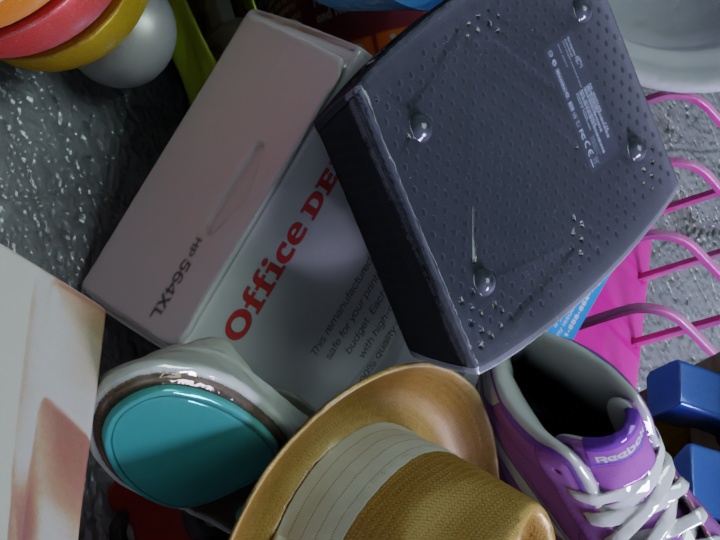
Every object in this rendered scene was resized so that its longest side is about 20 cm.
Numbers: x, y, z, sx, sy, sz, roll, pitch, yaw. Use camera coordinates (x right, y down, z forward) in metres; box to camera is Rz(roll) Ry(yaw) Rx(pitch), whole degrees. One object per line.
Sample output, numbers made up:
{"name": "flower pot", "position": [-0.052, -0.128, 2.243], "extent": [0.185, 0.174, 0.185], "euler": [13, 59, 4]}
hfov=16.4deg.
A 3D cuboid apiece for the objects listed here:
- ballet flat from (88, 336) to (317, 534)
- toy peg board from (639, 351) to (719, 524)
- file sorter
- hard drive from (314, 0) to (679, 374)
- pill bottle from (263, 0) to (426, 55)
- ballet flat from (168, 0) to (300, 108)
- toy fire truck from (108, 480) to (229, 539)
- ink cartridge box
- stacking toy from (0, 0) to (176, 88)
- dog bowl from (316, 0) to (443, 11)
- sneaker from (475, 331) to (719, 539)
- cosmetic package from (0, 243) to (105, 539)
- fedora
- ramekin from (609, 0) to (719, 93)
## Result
{"name": "ballet flat", "position": [-0.049, 0.065, 0.976], "extent": [0.200, 0.069, 0.070], "euler": [39, 44, -50]}
{"name": "toy peg board", "position": [0.109, 0.139, 1.140], "extent": [0.097, 0.199, 0.201], "euler": [18, 58, -31]}
{"name": "file sorter", "position": [0.152, -0.008, 1.318], "extent": [0.139, 0.125, 0.201], "euler": [43, 43, -35]}
{"name": "hard drive", "position": [0.058, -0.050, 1.019], "extent": [0.200, 0.042, 0.136], "euler": [-39, 109, -52]}
{"name": "pill bottle", "position": [0.004, -0.158, 1.195], "extent": [0.114, 0.114, 0.201], "euler": [4, 70, -54]}
{"name": "ballet flat", "position": [-0.060, -0.114, 1.124], "extent": [0.067, 0.067, 0.201], "euler": [-29, 98, -54]}
{"name": "toy fire truck", "position": [-0.025, 0.167, 1.051], "extent": [0.141, 0.049, 0.201], "euler": [-8, 80, -56]}
{"name": "ink cartridge box", "position": [0.000, 0.000, 1.081], "extent": [0.200, 0.084, 0.147], "euler": [34, 86, -41]}
{"name": "stacking toy", "position": [-0.133, -0.129, 1.011], "extent": [0.200, 0.145, 0.147], "euler": [46, 37, -62]}
{"name": "dog bowl", "position": [-0.026, -0.179, 1.036], "extent": [0.199, 0.049, 0.112], "euler": [31, 61, -36]}
{"name": "sneaker", "position": [0.115, 0.108, 1.013], "extent": [0.201, 0.073, 0.114], "euler": [46, -13, 15]}
{"name": "cosmetic package", "position": [-0.158, 0.096, 0.853], "extent": [0.087, 0.103, 0.201], "euler": [34, 49, -40]}
{"name": "fedora", "position": [0.022, 0.138, 0.957], "extent": [0.200, 0.081, 0.202], "euler": [-24, 120, -49]}
{"name": "ramekin", "position": [0.150, -0.184, 1.170], "extent": [0.098, 0.199, 0.202], "euler": [-121, -171, -86]}
